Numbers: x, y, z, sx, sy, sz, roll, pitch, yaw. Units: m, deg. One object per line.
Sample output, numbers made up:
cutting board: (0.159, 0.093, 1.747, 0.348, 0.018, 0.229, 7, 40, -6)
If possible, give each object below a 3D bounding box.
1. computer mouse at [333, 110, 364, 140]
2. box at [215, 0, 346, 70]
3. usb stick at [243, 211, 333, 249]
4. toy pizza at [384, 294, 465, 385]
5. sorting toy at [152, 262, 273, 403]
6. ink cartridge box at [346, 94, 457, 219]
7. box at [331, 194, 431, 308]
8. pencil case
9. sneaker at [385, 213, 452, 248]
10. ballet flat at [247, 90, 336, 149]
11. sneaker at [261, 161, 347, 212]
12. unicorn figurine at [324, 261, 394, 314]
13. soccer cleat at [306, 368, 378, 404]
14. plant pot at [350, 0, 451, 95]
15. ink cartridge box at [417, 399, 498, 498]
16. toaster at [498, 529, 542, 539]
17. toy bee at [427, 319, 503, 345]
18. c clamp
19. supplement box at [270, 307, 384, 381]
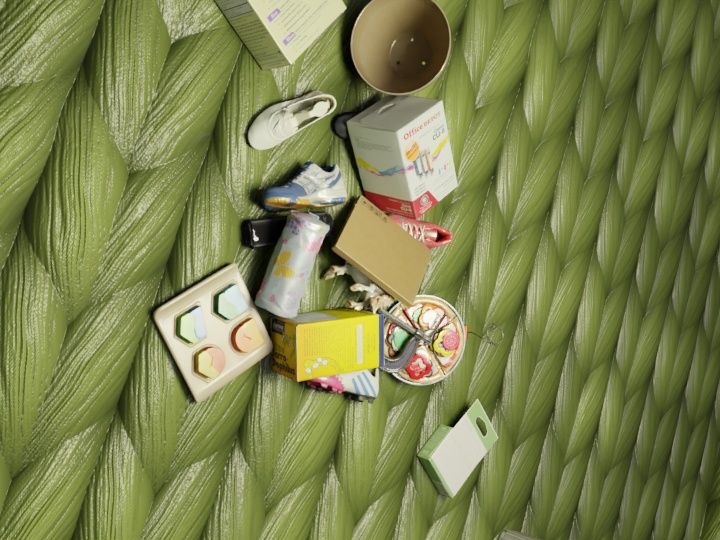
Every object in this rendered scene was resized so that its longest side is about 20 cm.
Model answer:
computer mouse: (0.026, -0.308, 1.569, 0.199, 0.034, 0.059, -19, 106, -38)
box: (-0.153, -0.497, 1.353, 0.176, 0.096, 0.200, -52, 125, -24)
usb stick: (-0.136, -0.079, 1.454, 0.199, 0.033, 0.056, -11, 95, -39)
toy pizza: (0.138, 0.154, 1.657, 0.199, 0.032, 0.202, -1, 94, -11)
sorting toy: (-0.257, 0.113, 1.367, 0.185, 0.036, 0.201, -35, 116, -33)
ink cartridge box: (0.087, -0.236, 1.534, 0.145, 0.144, 0.201, -39, 129, -30)
box: (0.047, -0.040, 1.528, 0.200, 0.021, 0.164, 38, 46, -14)
pencil case: (-0.126, -0.010, 1.409, 0.201, 0.083, 0.091, -69, 161, 9)
sneaker: (0.121, -0.086, 1.639, 0.199, 0.087, 0.074, 3, 92, -41)
ballet flat: (-0.124, -0.289, 1.421, 0.200, 0.069, 0.070, -36, 116, -32)
sneaker: (-0.114, -0.163, 1.450, 0.199, 0.075, 0.089, -10, 90, -46)
unicorn figurine: (0.000, 0.000, 1.536, 0.137, 0.074, 0.201, -19, 75, -40)
soccer cleat: (-0.036, 0.215, 1.556, 0.200, 0.070, 0.087, 26, 69, -45)
plant pot: (0.092, -0.449, 1.531, 0.134, 0.199, 0.202, -20, 112, -76)
ink cartridge box: (0.237, 0.424, 1.818, 0.200, 0.048, 0.146, -46, 122, -28)
toaster: (0.439, 0.752, 1.974, 0.200, 0.129, 0.114, 32, 73, -39)
toy bee: (0.208, 0.149, 1.745, 0.199, 0.109, 0.132, 26, 85, -14)
c clamp: (0.064, 0.126, 1.608, 0.199, 0.027, 0.172, 26, 91, -18)
supplement box: (-0.064, 0.140, 1.477, 0.199, 0.109, 0.110, -5, 98, -33)
